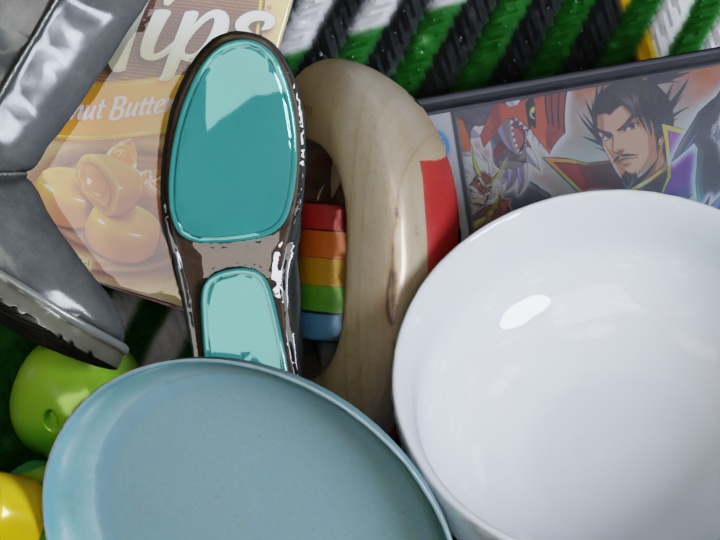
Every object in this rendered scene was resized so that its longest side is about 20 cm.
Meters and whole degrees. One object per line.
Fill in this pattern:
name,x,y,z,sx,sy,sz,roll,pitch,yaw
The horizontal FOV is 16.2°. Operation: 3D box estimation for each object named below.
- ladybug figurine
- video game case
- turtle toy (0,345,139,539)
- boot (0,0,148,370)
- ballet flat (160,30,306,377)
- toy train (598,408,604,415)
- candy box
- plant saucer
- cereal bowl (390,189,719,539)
ladybug figurine,0.000,0.000,1.217,0.071,0.135,0.202,-1,100,-33
video game case,0.122,-0.006,1.216,0.198,0.025,0.182,-8,83,21
turtle toy,-0.144,0.130,1.213,0.145,0.101,0.202,16,91,-37
boot,-0.138,-0.079,1.174,0.181,0.072,0.201,36,75,-16
ballet flat,-0.059,-0.011,1.183,0.067,0.068,0.202,0,97,-4
toy train,0.155,0.172,1.182,0.115,0.085,0.202,7,95,11
candy box,-0.104,-0.091,1.236,0.115,0.055,0.202,16,91,-5
plant saucer,-0.046,0.121,1.120,0.198,0.027,0.202,10,120,18
cereal bowl,0.115,0.066,1.134,0.198,0.084,0.201,-4,53,5
